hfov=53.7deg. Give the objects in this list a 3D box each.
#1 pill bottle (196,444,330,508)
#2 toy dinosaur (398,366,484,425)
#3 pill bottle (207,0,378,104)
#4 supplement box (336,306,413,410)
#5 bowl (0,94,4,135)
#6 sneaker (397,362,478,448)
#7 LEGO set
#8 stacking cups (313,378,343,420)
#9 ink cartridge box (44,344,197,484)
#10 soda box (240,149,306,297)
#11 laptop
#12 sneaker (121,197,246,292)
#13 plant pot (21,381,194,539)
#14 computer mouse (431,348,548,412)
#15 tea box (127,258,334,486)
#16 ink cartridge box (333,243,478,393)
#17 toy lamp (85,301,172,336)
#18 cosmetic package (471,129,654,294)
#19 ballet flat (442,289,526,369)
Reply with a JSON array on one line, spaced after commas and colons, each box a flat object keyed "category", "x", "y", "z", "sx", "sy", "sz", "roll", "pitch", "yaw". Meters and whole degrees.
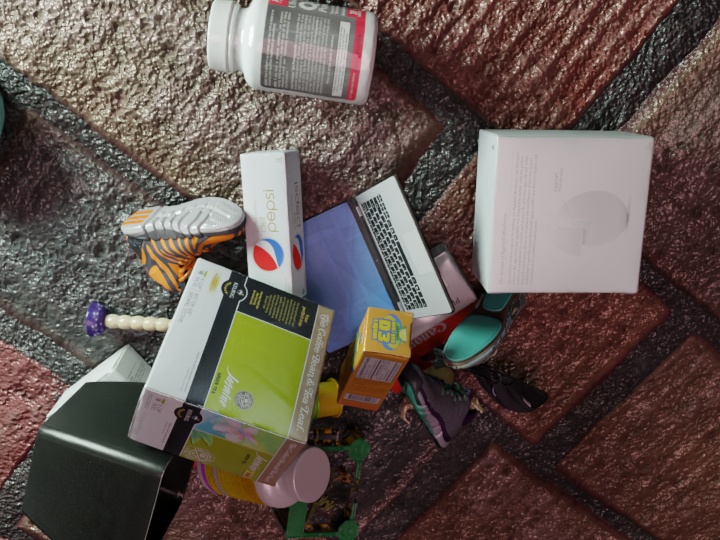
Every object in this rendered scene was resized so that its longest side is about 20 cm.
[{"category": "pill bottle", "x": -0.139, "y": 0.281, "z": 1.024, "sx": 0.198, "sy": 0.104, "sz": 0.105, "roll": -4, "pitch": 119, "yaw": 41}, {"category": "toy dinosaur", "x": 0.098, "y": 0.185, "z": 1.098, "sx": 0.199, "sy": 0.058, "sz": 0.102, "roll": 33, "pitch": 96, "yaw": -25}, {"category": "pill bottle", "x": -0.082, "y": -0.272, "z": 0.867, "sx": 0.197, "sy": 0.111, "sz": 0.112, "roll": 7, "pitch": 112, "yaw": -5}, {"category": "supplement box", "x": 0.017, "y": 0.123, "z": 0.958, "sx": 0.068, "sy": 0.067, "sz": 0.201, "roll": 12, "pitch": 148, "yaw": -8}, {"category": "bowl", "x": -0.533, "y": -0.202, "z": 0.886, "sx": 0.198, "sy": 0.105, "sz": 0.204, "roll": -1, "pitch": 113, "yaw": -2}, {"category": "sneaker", "x": 0.112, "y": 0.173, "z": 1.009, "sx": 0.087, "sy": 0.075, "sz": 0.201, "roll": -33, "pitch": 140, "yaw": -5}, {"category": "LEGO set", "x": -0.070, "y": 0.326, "z": 1.131, "sx": 0.152, "sy": 0.116, "sz": 0.203, "roll": -3, "pitch": 101, "yaw": -21}, {"category": "stacking cups", "x": -0.123, "y": 0.206, "z": 1.042, "sx": 0.198, "sy": 0.060, "sz": 0.061, "roll": -7, "pitch": 116, "yaw": -31}, {"category": "ink cartridge box", "x": -0.348, "y": 0.236, "z": 1.082, "sx": 0.144, "sy": 0.084, "sz": 0.201, "roll": -35, "pitch": 110, "yaw": 11}, {"category": "soda box", "x": -0.115, "y": -0.058, "z": 0.954, "sx": 0.063, "sy": 0.068, "sz": 0.203, "roll": 0, "pitch": 102, "yaw": 12}, {"category": "laptop", "x": 0.000, "y": 0.000, "z": 0.955, "sx": 0.115, "sy": 0.200, "sz": 0.189, "roll": -26, "pitch": 94, "yaw": -25}, {"category": "sneaker", "x": -0.225, "y": -0.032, "z": 0.971, "sx": 0.198, "sy": 0.078, "sz": 0.113, "roll": 0, "pitch": 125, "yaw": 30}, {"category": "plant pot", "x": -0.329, "y": 0.261, "z": 0.955, "sx": 0.175, "sy": 0.200, "sz": 0.202, "roll": 20, "pitch": 109, "yaw": 1}, {"category": "computer mouse", "x": 0.187, "y": 0.170, "z": 1.061, "sx": 0.199, "sy": 0.139, "sz": 0.047, "roll": 29, "pitch": 79, "yaw": -48}, {"category": "tea box", "x": -0.155, "y": 0.127, "z": 0.888, "sx": 0.195, "sy": 0.202, "sz": 0.134, "roll": 22, "pitch": 136, "yaw": -10}, {"category": "ink cartridge box", "x": 0.085, "y": 0.084, "z": 1.056, "sx": 0.199, "sy": 0.044, "sz": 0.174, "roll": -33, "pitch": 108, "yaw": 11}, {"category": "toy lamp", "x": -0.292, "y": 0.079, "z": 1.036, "sx": 0.197, "sy": 0.058, "sz": 0.059, "roll": 6, "pitch": 112, "yaw": -1}, {"category": "cosmetic package", "x": 0.257, "y": -0.081, "z": 0.939, "sx": 0.197, "sy": 0.123, "sz": 0.202, "roll": 0, "pitch": 104, "yaw": -4}, {"category": "ballet flat", "x": 0.181, "y": 0.081, "z": 0.992, "sx": 0.074, "sy": 0.200, "sz": 0.075, "roll": 28, "pitch": 145, "yaw": 22}]
